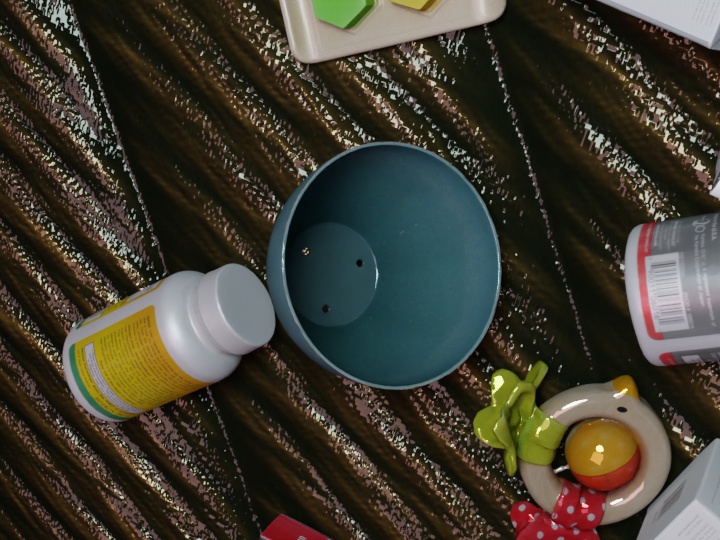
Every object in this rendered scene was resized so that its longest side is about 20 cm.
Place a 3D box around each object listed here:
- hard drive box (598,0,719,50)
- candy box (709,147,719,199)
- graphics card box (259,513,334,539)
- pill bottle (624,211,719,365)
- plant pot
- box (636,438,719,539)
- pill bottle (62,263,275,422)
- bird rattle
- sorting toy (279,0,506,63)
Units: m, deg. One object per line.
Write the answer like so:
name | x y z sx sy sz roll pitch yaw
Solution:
hard drive box | 0.215 -0.259 0.780 0.200 0.077 0.156 39 121 40
candy box | 0.317 -0.143 0.757 0.071 0.168 0.200 26 115 10
graphics card box | -0.061 0.367 1.152 0.125 0.051 0.200 23 114 18
pill bottle | 0.310 0.006 0.836 0.200 0.114 0.114 -9 101 27
plant pot | 0.000 0.000 0.956 0.135 0.200 0.200 -9 103 63
box | 0.328 0.253 0.894 0.200 0.124 0.098 40 118 11
pill bottle | -0.185 0.067 1.089 0.200 0.113 0.113 -25 93 29
bird rattle | 0.187 0.173 0.956 0.163 0.113 0.200 -23 98 12
sorting toy | 0.010 -0.282 0.938 0.200 0.036 0.185 -8 101 27
